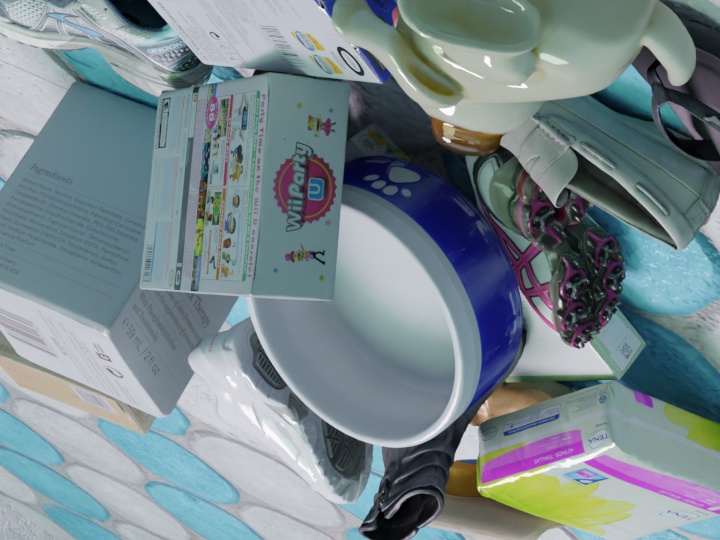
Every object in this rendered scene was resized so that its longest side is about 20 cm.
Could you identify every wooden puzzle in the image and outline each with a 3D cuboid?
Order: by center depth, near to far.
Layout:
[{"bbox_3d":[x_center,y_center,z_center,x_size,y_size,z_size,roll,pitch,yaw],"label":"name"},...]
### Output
[{"bbox_3d":[0.158,0.194,1.837,0.200,0.046,0.185,-10,-170,-40],"label":"wooden puzzle"}]

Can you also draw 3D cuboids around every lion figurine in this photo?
[{"bbox_3d":[0.144,0.119,1.789,0.200,0.073,0.123,-4,140,42],"label":"lion figurine"}]

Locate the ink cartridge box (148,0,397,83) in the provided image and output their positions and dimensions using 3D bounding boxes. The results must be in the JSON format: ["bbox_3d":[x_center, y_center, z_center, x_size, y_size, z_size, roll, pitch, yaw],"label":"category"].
[{"bbox_3d":[-0.050,-0.190,1.296,0.200,0.076,0.136,13,155,42],"label":"ink cartridge box"}]

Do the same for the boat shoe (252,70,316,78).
[{"bbox_3d":[-0.052,-0.102,1.539,0.067,0.072,0.200,-1,154,-11],"label":"boat shoe"}]

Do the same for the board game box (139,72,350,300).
[{"bbox_3d":[-0.083,-0.055,1.411,0.064,0.148,0.200,5,179,-26],"label":"board game box"}]

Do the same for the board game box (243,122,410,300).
[{"bbox_3d":[0.000,0.000,1.555,0.134,0.034,0.200,47,134,7],"label":"board game box"}]

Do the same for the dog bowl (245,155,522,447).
[{"bbox_3d":[0.015,0.022,1.467,0.200,0.079,0.201,23,130,31],"label":"dog bowl"}]

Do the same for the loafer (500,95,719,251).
[{"bbox_3d":[0.135,-0.077,1.320,0.199,0.070,0.070,25,159,14],"label":"loafer"}]

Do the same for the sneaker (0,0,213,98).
[{"bbox_3d":[-0.196,-0.204,1.495,0.199,0.078,0.086,21,147,5],"label":"sneaker"}]

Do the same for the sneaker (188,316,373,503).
[{"bbox_3d":[-0.066,0.116,1.688,0.099,0.078,0.200,-8,126,44],"label":"sneaker"}]

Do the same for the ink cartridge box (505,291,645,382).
[{"bbox_3d":[0.110,0.005,1.585,0.200,0.048,0.145,51,153,-20],"label":"ink cartridge box"}]

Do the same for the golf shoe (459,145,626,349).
[{"bbox_3d":[0.131,-0.025,1.464,0.092,0.073,0.200,32,157,40],"label":"golf shoe"}]

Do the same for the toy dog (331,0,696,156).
[{"bbox_3d":[0.083,-0.147,1.173,0.193,0.140,0.200,15,164,-11],"label":"toy dog"}]

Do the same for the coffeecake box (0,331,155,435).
[{"bbox_3d":[-0.219,0.029,1.864,0.153,0.200,0.073,18,157,29],"label":"coffeecake box"}]

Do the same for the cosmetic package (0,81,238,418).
[{"bbox_3d":[-0.204,-0.018,1.733,0.166,0.200,0.167,21,158,24],"label":"cosmetic package"}]

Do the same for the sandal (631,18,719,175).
[{"bbox_3d":[0.219,-0.084,1.229,0.076,0.043,0.200,5,148,49],"label":"sandal"}]

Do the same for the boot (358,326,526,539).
[{"bbox_3d":[0.066,0.127,1.594,0.070,0.132,0.200,21,137,-8],"label":"boot"}]

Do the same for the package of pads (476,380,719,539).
[{"bbox_3d":[0.206,0.159,1.648,0.200,0.068,0.154,23,147,-39],"label":"package of pads"}]
